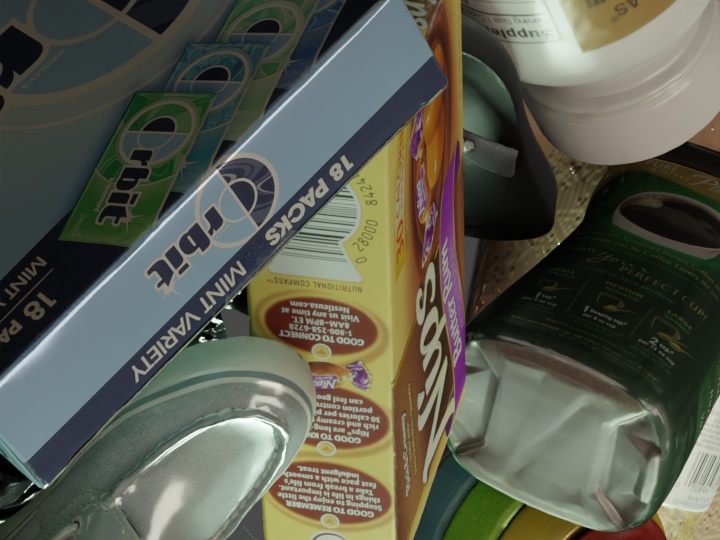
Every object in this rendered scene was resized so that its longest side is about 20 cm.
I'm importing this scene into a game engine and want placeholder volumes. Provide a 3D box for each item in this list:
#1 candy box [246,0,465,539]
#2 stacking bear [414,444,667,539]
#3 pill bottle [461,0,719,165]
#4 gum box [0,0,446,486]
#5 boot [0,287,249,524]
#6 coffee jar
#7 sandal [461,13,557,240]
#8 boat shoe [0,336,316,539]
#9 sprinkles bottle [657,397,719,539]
[{"bbox_3d":[0.000,0.000,0.860,0.117,0.056,0.200,-68,160,-51],"label":"candy box"},{"bbox_3d":[0.085,0.129,1.038,0.114,0.200,0.122,26,95,-47],"label":"stacking bear"},{"bbox_3d":[0.079,-0.137,0.937,0.114,0.114,0.200,-45,136,-13],"label":"pill bottle"},{"bbox_3d":[-0.099,-0.048,0.753,0.170,0.200,0.045,-45,135,-12],"label":"gum box"},{"bbox_3d":[-0.136,0.039,0.831,0.198,0.073,0.163,-12,151,-44],"label":"boot"},{"bbox_3d":[0.120,0.021,1.031,0.200,0.104,0.086,-44,150,-48],"label":"coffee jar"},{"bbox_3d":[0.033,-0.051,0.953,0.200,0.076,0.043,45,50,-56],"label":"sandal"},{"bbox_3d":[-0.084,0.104,0.826,0.070,0.072,0.201,29,122,-33],"label":"boat shoe"},{"bbox_3d":[0.157,0.056,1.158,0.068,0.068,0.201,9,107,-45],"label":"sprinkles bottle"}]
